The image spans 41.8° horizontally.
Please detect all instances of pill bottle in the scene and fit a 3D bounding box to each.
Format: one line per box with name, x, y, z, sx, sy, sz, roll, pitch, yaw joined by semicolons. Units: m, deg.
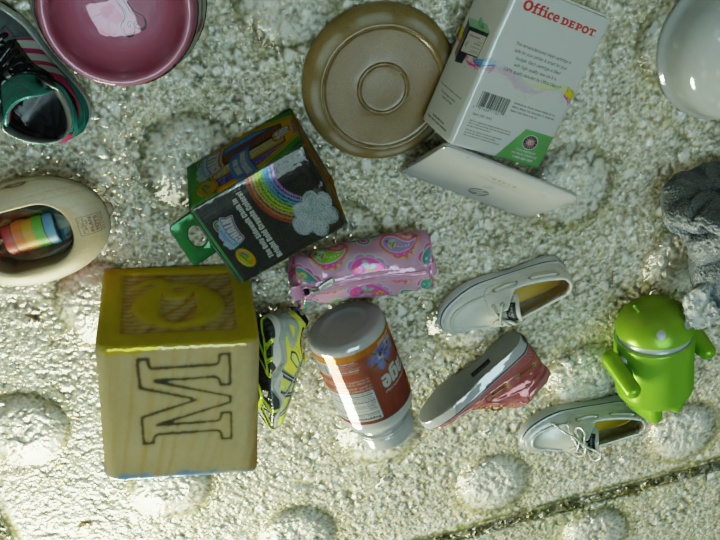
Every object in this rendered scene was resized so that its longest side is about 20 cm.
pill bottle;0.008;0.152;1.322;0.111;0.113;0.201;-21;121;1

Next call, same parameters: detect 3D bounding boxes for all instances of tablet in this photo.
tablet;0.163;-0.111;1.213;0.198;0.130;0.014;19;75;-20

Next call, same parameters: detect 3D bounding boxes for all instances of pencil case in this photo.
pencil case;0.000;0.000;1.254;0.197;0.088;0.088;-9;120;-8

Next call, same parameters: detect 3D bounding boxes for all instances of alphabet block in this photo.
alphabet block;-0.233;0.126;1.214;0.194;0.196;0.202;-2;120;-12

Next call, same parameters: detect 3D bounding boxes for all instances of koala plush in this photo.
koala plush;0.502;-0.030;1.300;0.177;0.182;0.201;-45;140;-33

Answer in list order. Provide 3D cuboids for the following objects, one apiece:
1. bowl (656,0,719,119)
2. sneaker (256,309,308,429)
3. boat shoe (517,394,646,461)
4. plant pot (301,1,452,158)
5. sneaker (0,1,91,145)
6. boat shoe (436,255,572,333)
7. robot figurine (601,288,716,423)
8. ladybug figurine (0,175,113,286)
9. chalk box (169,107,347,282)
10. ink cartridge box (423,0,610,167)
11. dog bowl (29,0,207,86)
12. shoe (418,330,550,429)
bowl;0.487;-0.274;1.199;0.198;0.091;0.203;-5;120;-8
sneaker;-0.108;0.142;1.316;0.076;0.075;0.202;-19;136;-31
boat shoe;0.349;0.257;1.464;0.199;0.086;0.075;-10;120;-6
plant pot;0.026;-0.228;1.166;0.197;0.028;0.202;-5;119;-9
sneaker;-0.382;-0.212;1.036;0.083;0.121;0.200;-39;119;11
boat shoe;0.205;0.045;1.327;0.198;0.070;0.071;-21;121;0
robot figurine;0.433;0.124;1.390;0.174;0.116;0.202;-20;121;-19
ladybug figurine;-0.397;-0.055;1.148;0.198;0.072;0.137;-12;120;-4
chalk box;-0.136;-0.082;1.159;0.198;0.124;0.125;-27;121;5
ink cartridge box;0.187;-0.243;1.143;0.143;0.084;0.202;10;115;-30
dog bowl;-0.268;-0.295;1.043;0.198;0.074;0.202;-5;119;-9
shoe;0.186;0.185;1.399;0.200;0.072;0.091;-41;113;7
